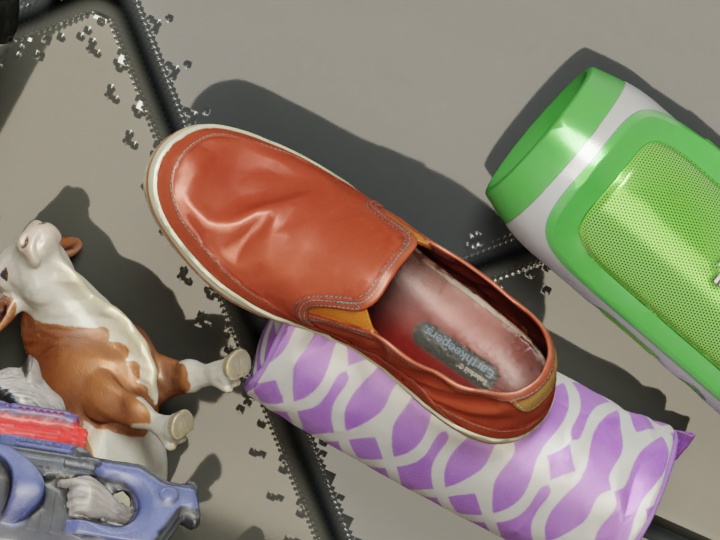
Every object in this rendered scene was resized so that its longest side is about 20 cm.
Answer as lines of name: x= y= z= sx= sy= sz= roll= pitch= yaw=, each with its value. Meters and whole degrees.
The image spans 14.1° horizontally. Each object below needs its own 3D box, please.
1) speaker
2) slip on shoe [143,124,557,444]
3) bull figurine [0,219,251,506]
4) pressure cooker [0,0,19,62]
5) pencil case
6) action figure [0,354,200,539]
speaker: x=0.153 y=0.003 z=1.268 sx=0.200 sy=0.088 sz=0.089 roll=40 pitch=99 yaw=-5
slip on shoe: x=0.000 y=0.000 z=1.217 sx=0.200 sy=0.061 sz=0.074 roll=35 pitch=67 yaw=0
bull figurine: x=-0.110 y=0.075 z=1.290 sx=0.121 sy=0.065 sz=0.201 roll=14 pitch=113 yaw=40
pressure cooker: x=-0.255 y=-0.069 z=1.228 sx=0.176 sy=0.178 sz=0.200 roll=38 pitch=103 yaw=35
pencil case: x=0.045 y=0.061 z=1.288 sx=0.200 sy=0.086 sz=0.084 roll=31 pitch=136 yaw=-3
action figure: x=-0.178 y=0.125 z=1.216 sx=0.199 sy=0.105 sz=0.194 roll=17 pitch=67 yaw=-4
